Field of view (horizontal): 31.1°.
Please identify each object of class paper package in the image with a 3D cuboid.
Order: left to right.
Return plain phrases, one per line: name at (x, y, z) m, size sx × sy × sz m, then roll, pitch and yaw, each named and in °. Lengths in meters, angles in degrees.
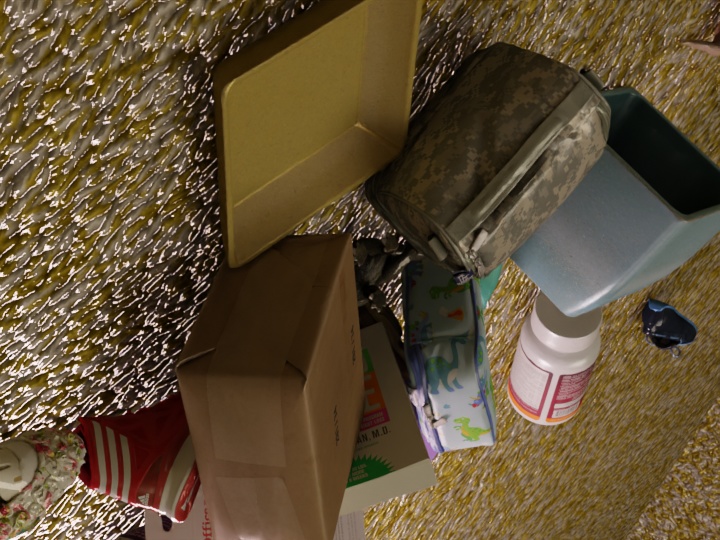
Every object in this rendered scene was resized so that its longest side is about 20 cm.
paper package at (-0.064, 0.096, 1.050) m, size 0.191 × 0.102 × 0.201 m, roll -74°, pitch 163°, yaw -50°

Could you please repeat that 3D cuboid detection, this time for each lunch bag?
lunch bag at (0.089, 0.071, 1.298) m, size 0.082 × 0.201 × 0.161 m, roll -8°, pitch 141°, yaw 8°
lunch bag at (0.112, -0.091, 1.112) m, size 0.200 × 0.139 × 0.168 m, roll -47°, pitch -170°, yaw -5°

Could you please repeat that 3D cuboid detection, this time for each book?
book at (-0.016, 0.142, 1.184) m, size 0.133 × 0.201 × 0.048 m, roll -19°, pitch 124°, yaw 0°

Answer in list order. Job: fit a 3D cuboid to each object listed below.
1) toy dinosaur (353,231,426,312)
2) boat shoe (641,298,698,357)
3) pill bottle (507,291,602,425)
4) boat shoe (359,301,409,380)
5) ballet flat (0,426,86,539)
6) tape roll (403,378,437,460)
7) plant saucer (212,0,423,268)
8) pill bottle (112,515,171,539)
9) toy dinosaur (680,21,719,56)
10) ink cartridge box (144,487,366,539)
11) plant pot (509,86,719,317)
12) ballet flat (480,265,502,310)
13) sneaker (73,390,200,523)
toy dinosaur at (0.000, 0.000, 1.211) m, size 0.102 × 0.077 × 0.200 m, roll -15°, pitch -154°, yaw 50°
boat shoe at (0.517, 0.102, 2.217) m, size 0.200 × 0.084 × 0.069 m, roll 27°, pitch 83°, yaw -51°
pill bottle at (0.266, 0.114, 1.764) m, size 0.109 × 0.109 × 0.201 m, roll -36°, pitch 152°, yaw -28°
boat shoe at (0.011, 0.084, 1.346) m, size 0.067 × 0.072 × 0.200 m, roll -36°, pitch 150°, yaw -7°
ballet flat at (-0.289, 0.175, 0.957) m, size 0.200 × 0.075 × 0.064 m, roll -40°, pitch 146°, yaw -27°
tape roll at (-0.016, 0.192, 1.366) m, size 0.199 × 0.066 × 0.201 m, roll -21°, pitch 155°, yaw -10°
plant saucer at (-0.042, -0.124, 0.988) m, size 0.199 × 0.048 × 0.201 m, roll -36°, pitch 152°, yaw -28°
pill bottle at (-0.189, 0.297, 1.245) m, size 0.199 × 0.112 × 0.113 m, roll -18°, pitch 140°, yaw -49°
toy dinosaur at (0.482, -0.308, 1.594) m, size 0.199 × 0.086 × 0.136 m, roll -31°, pitch -164°, yaw 1°
ink cartridge box at (-0.100, 0.228, 1.202) m, size 0.198 × 0.117 × 0.068 m, roll -2°, pitch 151°, yaw -8°
plant pot at (0.275, -0.062, 1.454) m, size 0.195 × 0.196 × 0.201 m, roll -15°, pitch 146°, yaw -52°
ballet flat at (0.109, 0.020, 1.427) m, size 0.070 × 0.067 × 0.201 m, roll -19°, pitch 141°, yaw -25°
sneaker at (-0.175, 0.124, 1.089) m, size 0.200 × 0.115 × 0.079 m, roll -75°, pitch -179°, yaw -68°
